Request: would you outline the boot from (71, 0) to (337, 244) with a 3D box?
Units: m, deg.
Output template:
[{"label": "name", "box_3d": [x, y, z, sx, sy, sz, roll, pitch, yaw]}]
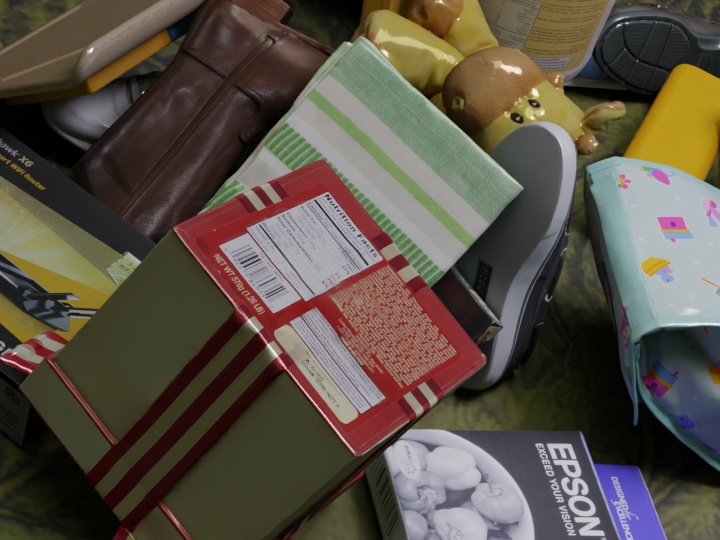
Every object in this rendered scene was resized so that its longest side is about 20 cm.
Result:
[{"label": "boot", "box_3d": [-0.078, -0.074, 1.227, 0.186, 0.200, 0.064, 39, 4, 11]}]

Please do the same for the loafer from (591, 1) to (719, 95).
[{"label": "loafer", "box_3d": [0.258, -0.188, 1.524, 0.200, 0.072, 0.063, 6, 30, -35]}]

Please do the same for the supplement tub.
[{"label": "supplement tub", "box_3d": [0.129, -0.231, 1.402, 0.145, 0.200, 0.146, 11, 44, -11]}]

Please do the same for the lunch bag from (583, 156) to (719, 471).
[{"label": "lunch bag", "box_3d": [0.229, 0.027, 1.219, 0.200, 0.122, 0.171, 31, 36, -32]}]

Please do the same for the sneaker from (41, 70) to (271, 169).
[{"label": "sneaker", "box_3d": [-0.126, -0.126, 1.294, 0.199, 0.100, 0.075, 3, 42, -18]}]

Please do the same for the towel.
[{"label": "towel", "box_3d": [-0.016, -0.031, 1.175, 0.153, 0.200, 0.023, 44, 10, 11]}]

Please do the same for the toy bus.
[{"label": "toy bus", "box_3d": [0.245, -0.096, 1.418, 0.065, 0.078, 0.200, 27, 43, 8]}]

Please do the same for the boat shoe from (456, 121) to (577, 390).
[{"label": "boat shoe", "box_3d": [0.104, -0.011, 1.196, 0.057, 0.200, 0.069, -13, 42, -42]}]

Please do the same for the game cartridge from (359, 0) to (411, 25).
[{"label": "game cartridge", "box_3d": [0.062, -0.283, 1.448, 0.032, 0.177, 0.200, 23, 42, 13]}]

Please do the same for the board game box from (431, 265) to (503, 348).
[{"label": "board game box", "box_3d": [0.000, 0.000, 1.220, 0.200, 0.105, 0.023, 53, 12, 30]}]

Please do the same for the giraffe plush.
[{"label": "giraffe plush", "box_3d": [0.089, -0.102, 1.272, 0.200, 0.173, 0.162, 30, -1, -20]}]

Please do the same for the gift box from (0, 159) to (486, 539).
[{"label": "gift box", "box_3d": [-0.077, 0.065, 1.030, 0.185, 0.187, 0.200, 53, 36, 11]}]

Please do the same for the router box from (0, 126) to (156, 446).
[{"label": "router box", "box_3d": [-0.230, 0.000, 1.161, 0.200, 0.052, 0.157, 36, 45, 16]}]

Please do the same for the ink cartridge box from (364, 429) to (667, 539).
[{"label": "ink cartridge box", "box_3d": [0.118, 0.185, 1.113, 0.199, 0.043, 0.198, 2, 45, -20]}]

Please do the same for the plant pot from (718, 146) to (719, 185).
[{"label": "plant pot", "box_3d": [0.361, -0.081, 1.347, 0.140, 0.200, 0.200, 6, 44, -24]}]

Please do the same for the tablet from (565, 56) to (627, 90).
[{"label": "tablet", "box_3d": [0.121, -0.199, 1.525, 0.199, 0.014, 0.130, 1, 46, -20]}]

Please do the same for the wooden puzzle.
[{"label": "wooden puzzle", "box_3d": [-0.194, -0.154, 1.262, 0.185, 0.200, 0.037, -41, 114, -44]}]
